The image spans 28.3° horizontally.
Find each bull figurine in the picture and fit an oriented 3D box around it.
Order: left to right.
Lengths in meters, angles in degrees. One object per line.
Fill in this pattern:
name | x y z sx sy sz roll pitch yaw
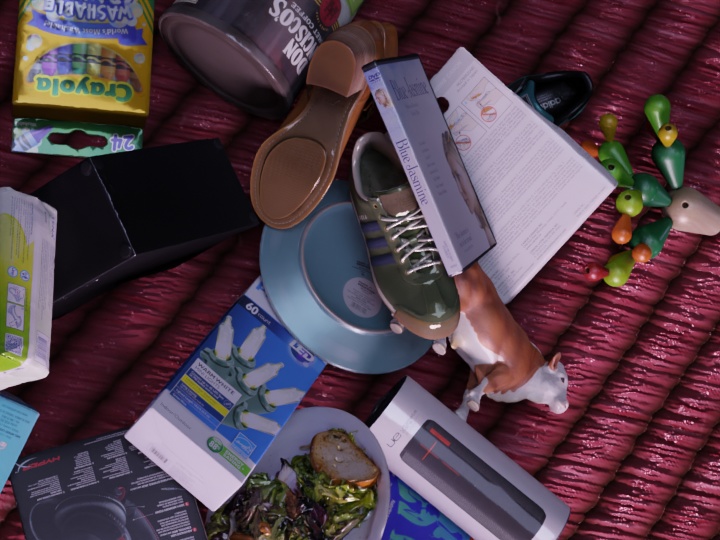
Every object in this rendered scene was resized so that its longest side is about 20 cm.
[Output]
bull figurine | 0.116 0.073 1.349 0.121 0.065 0.200 -45 105 -35

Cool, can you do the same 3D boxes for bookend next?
bookend | -0.232 -0.029 1.279 0.200 0.199 0.092 -20 83 -61

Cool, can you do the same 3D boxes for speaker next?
speaker | 0.093 0.187 1.317 0.200 0.081 0.081 40 73 -2

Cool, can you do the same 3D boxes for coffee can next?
coffee can | -0.075 -0.266 1.345 0.146 0.146 0.200 36 74 -6

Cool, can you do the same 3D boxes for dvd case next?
dvd case | 0.066 -0.100 1.297 0.018 0.143 0.200 -22 94 21

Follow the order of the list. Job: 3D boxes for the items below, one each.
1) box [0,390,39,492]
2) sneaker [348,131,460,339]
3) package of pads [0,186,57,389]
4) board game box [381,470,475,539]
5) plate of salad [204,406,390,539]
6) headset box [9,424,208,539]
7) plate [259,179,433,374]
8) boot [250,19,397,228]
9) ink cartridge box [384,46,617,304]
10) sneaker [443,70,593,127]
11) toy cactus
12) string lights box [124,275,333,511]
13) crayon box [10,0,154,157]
box | -0.347 0.195 1.209 0.049 0.082 0.200 29 83 -30
sneaker | 0.034 -0.039 1.285 0.067 0.090 0.200 -17 57 -9
package of pads | -0.337 0.029 1.163 0.068 0.200 0.155 31 49 -51
board game box | 0.077 0.290 1.294 0.200 0.045 0.152 37 34 -6
plate of salad | -0.064 0.210 1.252 0.048 0.200 0.200 39 68 -47
headset box | -0.207 0.245 1.229 0.148 0.075 0.200 -16 68 -14
plate | 0.000 0.000 1.347 0.200 0.026 0.201 13 61 -25
boot | -0.029 -0.143 1.336 0.077 0.155 0.200 22 112 10
ink cartridge box | 0.122 -0.092 1.384 0.200 0.050 0.161 43 104 5
sneaker | 0.141 -0.151 1.412 0.200 0.080 0.071 -28 88 -14
toy cactus | 0.295 -0.070 1.446 0.165 0.102 0.200 19 73 -30
string lights box | -0.110 0.105 1.269 0.103 0.059 0.200 40 43 -4
crayon box | -0.259 -0.209 1.338 0.125 0.052 0.200 3 80 -13
